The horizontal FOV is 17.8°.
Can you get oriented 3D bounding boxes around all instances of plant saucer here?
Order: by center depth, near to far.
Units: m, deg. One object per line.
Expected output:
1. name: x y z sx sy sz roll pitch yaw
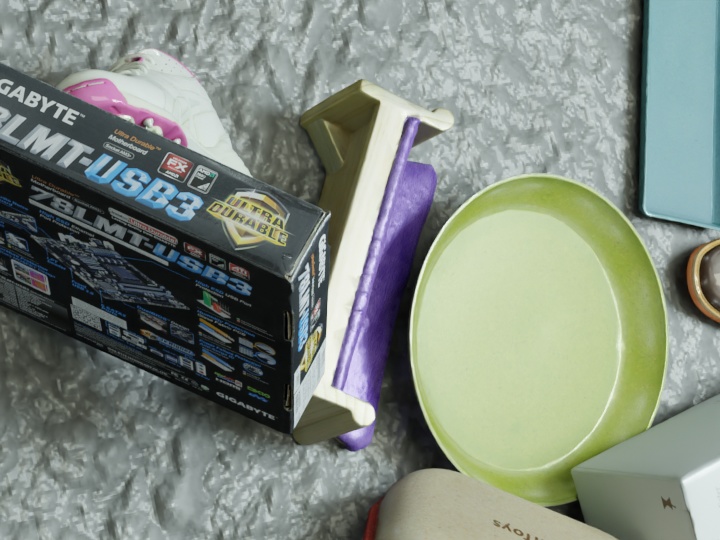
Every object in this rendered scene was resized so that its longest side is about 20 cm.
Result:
1. plant saucer: 0.103 0.042 1.396 0.199 0.031 0.201 2 87 -34
2. plant saucer: 0.213 -0.125 1.517 0.070 0.019 0.201 11 75 -26

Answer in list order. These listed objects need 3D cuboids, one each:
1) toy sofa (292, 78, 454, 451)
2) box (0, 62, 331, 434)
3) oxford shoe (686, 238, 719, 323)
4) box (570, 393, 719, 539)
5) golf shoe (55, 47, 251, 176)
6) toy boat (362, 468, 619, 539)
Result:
1. toy sofa: 0.000 0.000 1.336 0.097 0.083 0.201 24 68 -21
2. box: -0.113 -0.008 1.171 0.199 0.199 0.050 23 64 10
3. oxford shoe: 0.305 0.004 1.505 0.199 0.073 0.072 1 78 -28
4. box: 0.251 0.157 1.407 0.199 0.106 0.153 -21 101 -30
5. golf shoe: -0.125 -0.083 1.253 0.075 0.200 0.092 -22 73 11
6. toy boat: 0.082 0.211 1.318 0.199 0.131 0.131 23 23 -3
